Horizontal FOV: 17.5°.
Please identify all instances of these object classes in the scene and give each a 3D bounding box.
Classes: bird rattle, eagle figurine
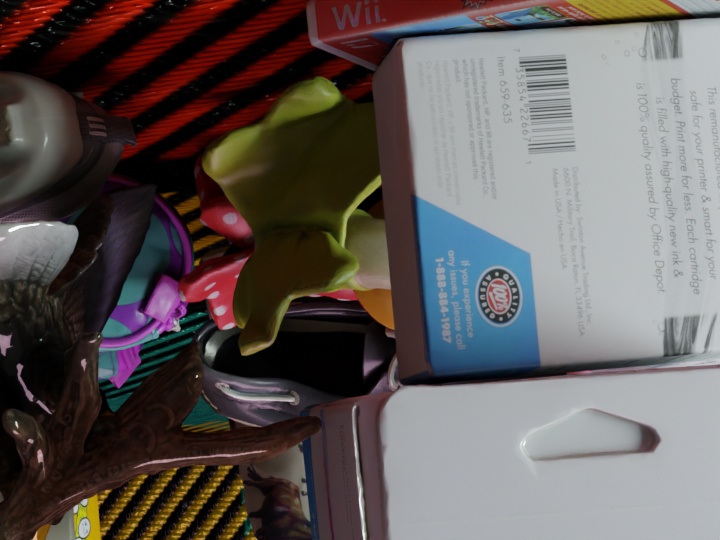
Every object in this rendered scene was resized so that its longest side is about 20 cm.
[{"bbox_3d":[0.000,0.000,1.004,0.161,0.114,0.200,9,169,-1],"label":"bird rattle"},{"bbox_3d":[-0.130,0.036,0.855,0.151,0.152,0.200,22,-168,-31],"label":"eagle figurine"}]

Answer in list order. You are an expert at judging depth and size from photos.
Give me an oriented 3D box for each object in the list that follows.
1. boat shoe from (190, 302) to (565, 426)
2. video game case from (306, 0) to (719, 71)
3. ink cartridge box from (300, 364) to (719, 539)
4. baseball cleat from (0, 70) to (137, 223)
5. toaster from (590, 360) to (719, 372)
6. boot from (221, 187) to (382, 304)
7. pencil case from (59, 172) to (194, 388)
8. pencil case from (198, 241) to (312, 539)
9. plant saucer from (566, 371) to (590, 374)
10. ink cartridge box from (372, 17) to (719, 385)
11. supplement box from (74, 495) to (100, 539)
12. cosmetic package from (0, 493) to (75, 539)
[{"bbox_3d":[0.013,0.051,1.099,0.198,0.073,0.063,4,165,15],"label":"boat shoe"},{"bbox_3d":[0.099,-0.093,0.823,0.198,0.018,0.143,-9,172,22],"label":"video game case"},{"bbox_3d":[0.060,0.080,0.820,0.143,0.086,0.200,-4,175,-6],"label":"ink cartridge box"},{"bbox_3d":[-0.179,-0.028,0.914,0.198,0.070,0.106,-9,172,28],"label":"baseball cleat"},{"bbox_3d":[0.165,-0.024,0.971,0.198,0.130,0.113,-2,173,-28],"label":"toaster"},{"bbox_3d":[0.021,-0.011,1.145,0.209,0.080,0.158,-17,179,2],"label":"boot"},{"bbox_3d":[-0.135,0.009,1.159,0.085,0.092,0.200,-48,-176,-12],"label":"pencil case"},{"bbox_3d":[-0.033,0.072,1.294,0.077,0.202,0.089,-4,168,-39],"label":"pencil case"},{"bbox_3d":[0.178,0.022,1.060,0.199,0.203,0.051,-3,176,-18],"label":"plant saucer"},{"bbox_3d":[0.110,-0.025,0.823,0.198,0.117,0.067,-4,173,-9],"label":"ink cartridge box"},{"bbox_3d":[-0.219,0.108,1.126,0.109,0.110,0.200,-8,172,20],"label":"supplement box"},{"bbox_3d":[-0.179,0.049,0.991,0.104,0.202,0.071,-3,172,-19],"label":"cosmetic package"}]
